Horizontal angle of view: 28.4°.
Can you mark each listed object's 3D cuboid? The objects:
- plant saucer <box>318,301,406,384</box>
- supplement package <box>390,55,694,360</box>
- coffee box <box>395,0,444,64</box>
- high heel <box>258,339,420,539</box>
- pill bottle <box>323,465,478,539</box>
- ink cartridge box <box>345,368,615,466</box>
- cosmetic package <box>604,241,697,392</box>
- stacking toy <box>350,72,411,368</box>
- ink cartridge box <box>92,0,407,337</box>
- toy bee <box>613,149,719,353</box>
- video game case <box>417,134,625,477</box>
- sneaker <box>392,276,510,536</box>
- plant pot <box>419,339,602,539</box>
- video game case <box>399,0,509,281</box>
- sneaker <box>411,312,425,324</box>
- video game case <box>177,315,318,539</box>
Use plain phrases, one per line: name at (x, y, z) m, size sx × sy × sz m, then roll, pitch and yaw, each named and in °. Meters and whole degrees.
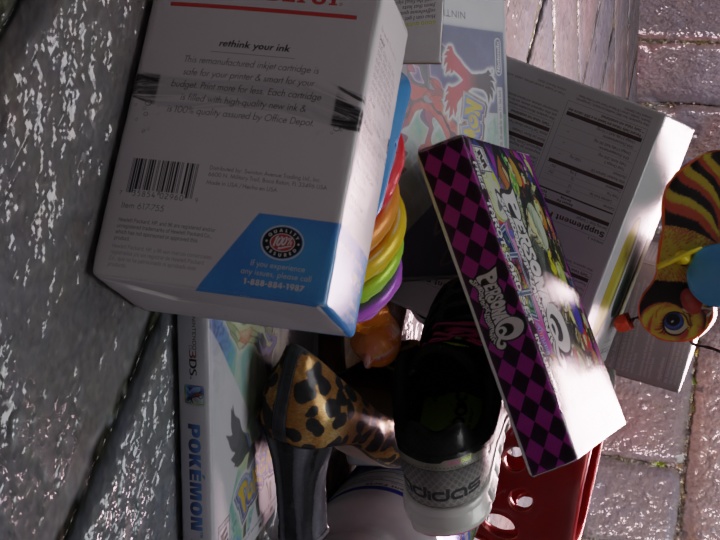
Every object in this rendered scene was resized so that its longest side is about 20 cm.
plant saucer at (0.000, 0.000, 1.047) m, size 0.200 × 0.036 × 0.202 m, roll 6°, pitch 90°, yaw -76°
supplement package at (0.142, -0.044, 1.093) m, size 0.152 × 0.150 × 0.201 m, roll -4°, pitch 115°, yaw -69°
coffee box at (0.003, -0.224, 0.808) m, size 0.113 × 0.079 × 0.202 m, roll -117°, pitch -153°, yaw -70°
high heel at (0.000, 0.064, 0.902) m, size 0.200 × 0.071 × 0.143 m, roll -51°, pitch 148°, yaw -47°
pill bottle at (0.020, 0.205, 1.061) m, size 0.200 × 0.111 × 0.113 m, roll -40°, pitch 134°, yaw -70°
ink cartridge box at (0.099, 0.111, 1.118) m, size 0.160 × 0.198 × 0.048 m, roll -49°, pitch 141°, yaw -74°
cosmetic package at (0.193, 0.020, 1.218) m, size 0.090 × 0.199 × 0.108 m, roll -31°, pitch 137°, yaw -66°
stacking toy at (-0.012, -0.012, 0.813) m, size 0.201 × 0.109 × 0.117 m, roll 68°, pitch 28°, yaw -47°
ink cartridge box at (-0.045, -0.078, 0.685) m, size 0.068 × 0.115 × 0.201 m, roll 52°, pitch 47°, yaw -70°
toy bee at (0.244, 0.011, 1.079) m, size 0.131 × 0.108 × 0.201 m, roll 50°, pitch 39°, yaw -61°
video game case at (0.106, 0.018, 0.898) m, size 0.181 × 0.036 × 0.201 m, roll 0°, pitch 70°, yaw -71°
sneaker at (0.063, 0.063, 0.890) m, size 0.201 × 0.073 × 0.088 m, roll -74°, pitch 161°, yaw -45°
plant pot at (0.127, 0.152, 1.295) m, size 0.200 × 0.181 × 0.202 m, roll 9°, pitch 90°, yaw -77°
video game case at (0.037, -0.094, 0.958) m, size 0.181 × 0.023 × 0.202 m, roll -2°, pitch 91°, yaw -45°
sneaker at (0.084, -0.056, 1.258) m, size 0.114 × 0.075 × 0.201 m, roll 64°, pitch 38°, yaw -68°
video game case at (-0.063, 0.069, 0.865) m, size 0.200 × 0.022 × 0.184 m, roll -48°, pitch 142°, yaw -65°
